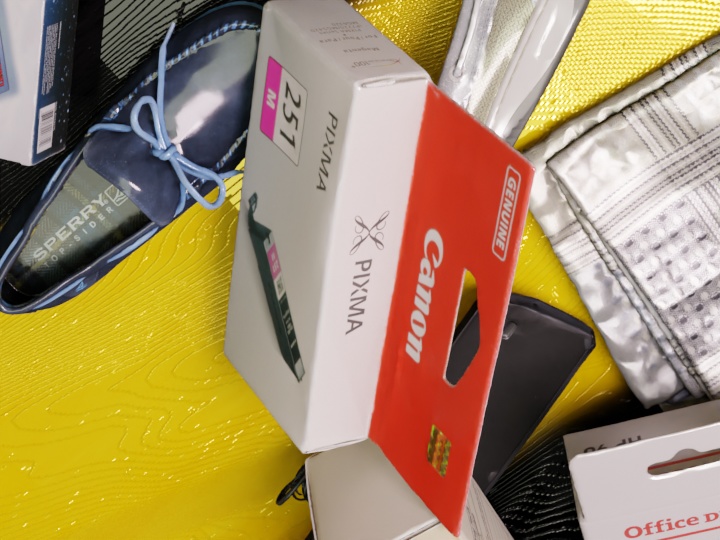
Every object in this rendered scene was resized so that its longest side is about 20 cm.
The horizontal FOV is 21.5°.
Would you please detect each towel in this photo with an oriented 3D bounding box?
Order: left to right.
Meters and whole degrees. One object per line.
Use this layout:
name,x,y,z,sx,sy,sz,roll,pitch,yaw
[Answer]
towel,0.201,-0.022,0.949,0.200,0.035,0.193,-31,107,13

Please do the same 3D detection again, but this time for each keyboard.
keyboard,0.029,0.085,1.002,0.104,0.040,0.200,24,112,-28

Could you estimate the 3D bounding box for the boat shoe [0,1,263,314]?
boat shoe,-0.105,-0.044,0.932,0.084,0.069,0.200,37,107,-12

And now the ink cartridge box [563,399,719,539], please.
ink cartridge box,0.173,0.133,0.964,0.116,0.068,0.200,-14,126,6

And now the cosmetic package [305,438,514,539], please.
cosmetic package,0.053,0.176,0.971,0.071,0.105,0.200,-28,118,9

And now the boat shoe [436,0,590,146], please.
boat shoe,0.042,-0.070,0.919,0.065,0.074,0.202,30,109,3

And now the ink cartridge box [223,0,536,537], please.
ink cartridge box,0.000,0.000,0.870,0.044,0.174,0.200,-9,124,-28

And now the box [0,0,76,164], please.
box,-0.198,-0.161,0.882,0.137,0.038,0.200,14,111,14
